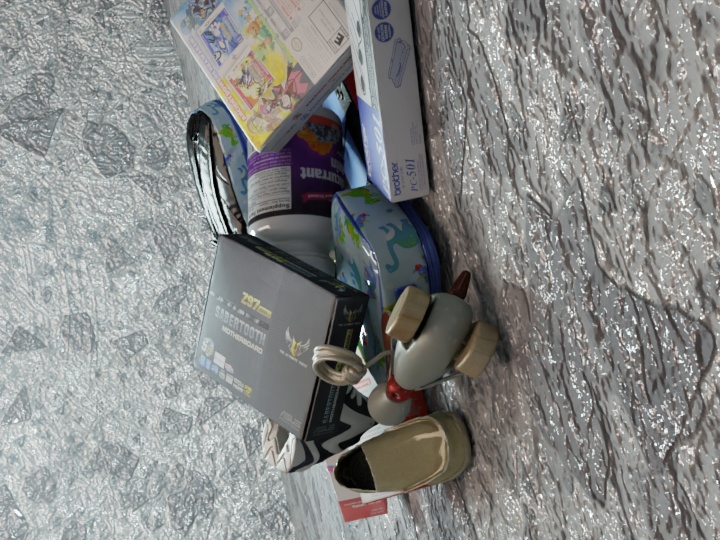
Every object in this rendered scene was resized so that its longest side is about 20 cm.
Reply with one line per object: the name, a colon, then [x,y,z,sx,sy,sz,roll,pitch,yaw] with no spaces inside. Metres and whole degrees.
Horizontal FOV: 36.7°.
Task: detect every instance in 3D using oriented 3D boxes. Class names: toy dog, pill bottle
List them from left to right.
pill bottle: [-0.073,-0.079,1.238,0.111,0.111,0.201,120,149,-73]
toy dog: [0.059,0.067,1.020,0.132,0.097,0.200,42,142,-17]

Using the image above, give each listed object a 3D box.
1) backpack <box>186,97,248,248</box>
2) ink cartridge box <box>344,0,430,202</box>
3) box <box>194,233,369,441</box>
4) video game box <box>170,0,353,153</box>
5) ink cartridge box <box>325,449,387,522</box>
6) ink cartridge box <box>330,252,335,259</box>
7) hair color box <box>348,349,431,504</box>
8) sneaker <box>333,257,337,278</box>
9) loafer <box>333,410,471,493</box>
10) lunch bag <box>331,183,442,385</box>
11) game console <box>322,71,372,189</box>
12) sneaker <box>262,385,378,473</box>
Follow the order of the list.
backpack: [-0.167,-0.139,1.484,0.201,0.153,0.163,62,163,-19]
ink cartridge box: [0.025,-0.176,1.057,0.094,0.044,0.201,-126,26,-66]
box: [-0.089,0.065,1.140,0.200,0.051,0.159,27,109,40]
video game box: [-0.096,-0.260,1.167,0.182,0.047,0.200,-42,71,26]
ink cartridge box: [-0.015,0.231,1.511,0.117,0.067,0.201,-90,-14,-65]
ink cartridge box: [-0.094,0.074,1.484,0.144,0.083,0.201,122,159,-74]
hair color box: [0.026,0.166,1.291,0.101,0.061,0.201,-28,73,48]
sneaker: [0.000,0.000,1.267,0.201,0.082,0.072,91,162,-46]
loafer: [0.042,0.208,1.178,0.200,0.068,0.076,-35,71,47]
lunch bag: [0.031,0.021,1.137,0.161,0.082,0.201,-120,19,-53]
game console: [-0.014,-0.151,1.304,0.200,0.031,0.178,97,157,-60]
sneaker: [-0.027,0.126,1.207,0.079,0.129,0.200,19,103,42]
